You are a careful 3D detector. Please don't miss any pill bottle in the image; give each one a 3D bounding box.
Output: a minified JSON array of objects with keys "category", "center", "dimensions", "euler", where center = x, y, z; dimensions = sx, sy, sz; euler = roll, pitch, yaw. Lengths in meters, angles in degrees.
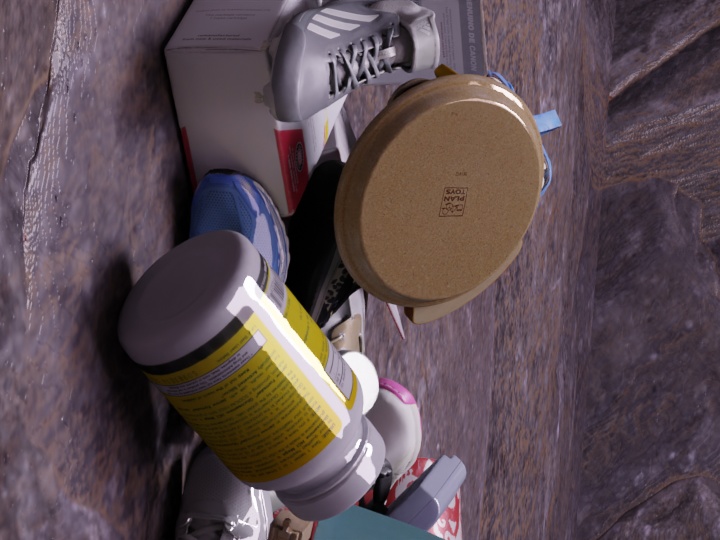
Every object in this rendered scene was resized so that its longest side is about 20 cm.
[{"category":"pill bottle","center":[-0.069,0.078,1.347],"dimensions":[0.201,0.112,0.113],"euler":[53,34,-29]}]

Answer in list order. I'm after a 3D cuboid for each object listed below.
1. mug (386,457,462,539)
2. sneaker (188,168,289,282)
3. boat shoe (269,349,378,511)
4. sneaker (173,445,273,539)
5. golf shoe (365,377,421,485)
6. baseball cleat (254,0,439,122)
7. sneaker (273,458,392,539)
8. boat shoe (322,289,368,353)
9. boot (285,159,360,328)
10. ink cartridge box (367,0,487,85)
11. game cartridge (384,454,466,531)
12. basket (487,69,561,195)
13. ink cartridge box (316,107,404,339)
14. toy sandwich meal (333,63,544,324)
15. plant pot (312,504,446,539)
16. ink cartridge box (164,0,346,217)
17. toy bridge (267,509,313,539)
[{"category":"mug","center":[0.039,0.284,1.885],"dimensions":[0.178,0.132,0.202],"euler":[56,34,-68]},{"category":"sneaker","center":[-0.098,0.027,1.428],"dimensions":[0.089,0.078,0.203],"euler":[-33,122,-76]},{"category":"boat shoe","center":[-0.067,0.134,1.539],"dimensions":[0.200,0.071,0.070],"euler":[-40,105,-37]},{"category":"sneaker","center":[-0.112,0.218,1.390],"dimensions":[0.116,0.073,0.202],"euler":[46,47,-74]},{"category":"golf shoe","center":[-0.003,0.184,1.728],"dimensions":[0.092,0.075,0.201],"euler":[-49,163,-49]},{"category":"baseball cleat","center":[-0.001,-0.160,1.406],"dimensions":[0.200,0.105,0.070],"euler":[-60,152,-56]},{"category":"sneaker","center":[-0.062,0.197,1.598],"dimensions":[0.200,0.097,0.072],"euler":[-31,136,-47]},{"category":"boat shoe","center":[-0.028,0.056,1.707],"dimensions":[0.201,0.074,0.069],"euler":[77,14,-45]},{"category":"boot","center":[0.001,0.000,1.576],"dimensions":[0.153,0.074,0.205],"euler":[-4,131,-41]},{"category":"ink cartridge box","center":[0.027,-0.269,1.702],"dimensions":[0.084,0.174,0.202],"euler":[-62,150,-62]},{"category":"game cartridge","center":[0.007,0.247,1.681],"dimensions":[0.200,0.040,0.133],"euler":[-46,173,18]},{"category":"basket","center":[0.086,-0.097,1.777],"dimensions":[0.140,0.175,0.200],"euler":[63,20,-2]},{"category":"ink cartridge box","center":[-0.014,-0.054,1.727],"dimensions":[0.200,0.044,0.178],"euler":[66,12,-58]},{"category":"toy sandwich meal","center":[0.056,-0.061,1.481],"dimensions":[0.070,0.204,0.207],"euler":[39,-36,51]},{"category":"plant pot","center":[0.029,0.289,1.479],"dimensions":[0.201,0.159,0.203],"euler":[13,90,-86]},{"category":"ink cartridge box","center":[-0.073,-0.157,1.498],"dimensions":[0.201,0.085,0.149],"euler":[-71,156,-52]},{"category":"toy bridge","center":[-0.071,0.271,1.405],"dimensions":[0.067,0.027,0.202],"euler":[-45,147,-71]}]
